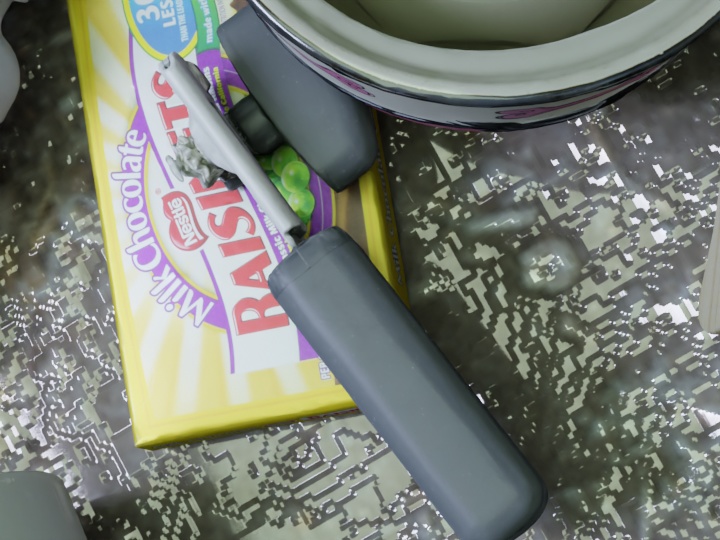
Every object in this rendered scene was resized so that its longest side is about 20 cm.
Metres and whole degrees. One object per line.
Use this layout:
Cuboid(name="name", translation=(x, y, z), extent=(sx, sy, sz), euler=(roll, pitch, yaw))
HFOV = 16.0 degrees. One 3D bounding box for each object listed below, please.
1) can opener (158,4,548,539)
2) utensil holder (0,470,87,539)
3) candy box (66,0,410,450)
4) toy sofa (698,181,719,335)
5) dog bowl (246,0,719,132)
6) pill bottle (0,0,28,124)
Cuboid(name="can opener", translation=(0.000, 0.000, 0.840), extent=(0.066, 0.053, 0.200), euler=(-34, 80, 5))
Cuboid(name="utensil holder", translation=(-0.139, 0.184, 0.827), extent=(0.170, 0.170, 0.200), euler=(-22, 79, 12))
Cuboid(name="candy box", translation=(-0.044, -0.044, 0.894), extent=(0.102, 0.026, 0.200), euler=(-12, 82, 15))
Cuboid(name="toy sofa", translation=(0.173, -0.064, 0.815), extent=(0.083, 0.098, 0.200), euler=(8, 87, -16))
Cuboid(name="dog bowl", translation=(0.041, -0.134, 0.830), extent=(0.200, 0.074, 0.200), euler=(0, 71, 0))
Cuboid(name="pill bottle", translation=(-0.188, -0.054, 0.888), extent=(0.111, 0.111, 0.200), euler=(35, 96, 15))
